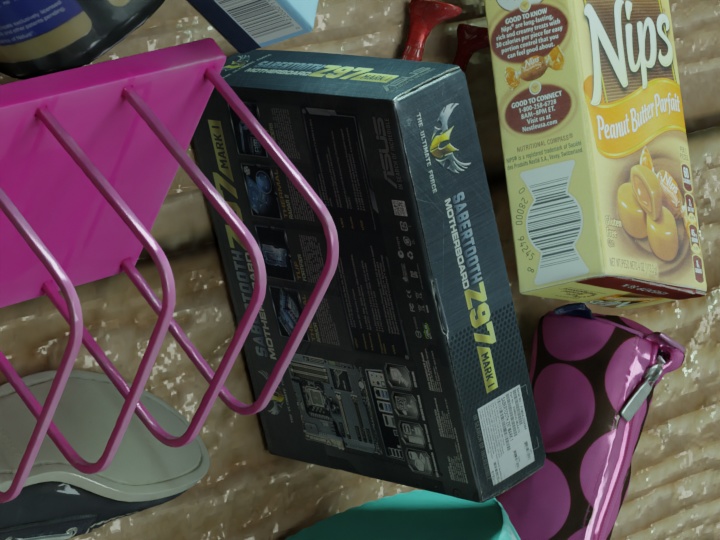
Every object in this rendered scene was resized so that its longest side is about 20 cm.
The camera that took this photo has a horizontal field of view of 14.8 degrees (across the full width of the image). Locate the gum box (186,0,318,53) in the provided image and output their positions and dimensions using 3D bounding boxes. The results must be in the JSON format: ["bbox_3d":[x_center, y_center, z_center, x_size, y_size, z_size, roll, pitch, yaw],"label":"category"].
[{"bbox_3d":[-0.066,-0.223,1.175,0.170,0.044,0.201,43,45,-39],"label":"gum box"}]

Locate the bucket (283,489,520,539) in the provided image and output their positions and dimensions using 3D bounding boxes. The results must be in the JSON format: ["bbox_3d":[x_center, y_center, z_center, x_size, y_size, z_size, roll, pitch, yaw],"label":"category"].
[{"bbox_3d":[0.014,0.207,1.322,0.207,0.207,0.135,-37,109,-33],"label":"bucket"}]

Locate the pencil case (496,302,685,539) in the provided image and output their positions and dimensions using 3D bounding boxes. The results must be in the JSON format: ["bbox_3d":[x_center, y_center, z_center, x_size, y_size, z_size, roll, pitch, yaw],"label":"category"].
[{"bbox_3d":[0.111,0.121,1.466,0.090,0.093,0.201,19,83,-41],"label":"pencil case"}]

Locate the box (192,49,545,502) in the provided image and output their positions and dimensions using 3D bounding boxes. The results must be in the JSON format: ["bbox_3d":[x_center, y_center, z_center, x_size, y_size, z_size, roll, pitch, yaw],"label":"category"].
[{"bbox_3d":[0.000,0.000,1.304,0.051,0.157,0.201,-27,112,-37],"label":"box"}]

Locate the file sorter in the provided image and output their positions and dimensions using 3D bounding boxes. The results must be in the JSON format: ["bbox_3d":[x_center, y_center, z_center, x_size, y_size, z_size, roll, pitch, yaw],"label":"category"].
[{"bbox_3d":[-0.127,0.010,1.171,0.199,0.126,0.139,-17,147,-40],"label":"file sorter"}]

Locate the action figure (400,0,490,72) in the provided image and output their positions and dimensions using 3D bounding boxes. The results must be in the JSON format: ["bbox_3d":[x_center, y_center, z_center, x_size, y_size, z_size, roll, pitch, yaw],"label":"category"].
[{"bbox_3d":[0.026,-0.033,1.400,0.065,0.051,0.201,22,83,-47],"label":"action figure"}]

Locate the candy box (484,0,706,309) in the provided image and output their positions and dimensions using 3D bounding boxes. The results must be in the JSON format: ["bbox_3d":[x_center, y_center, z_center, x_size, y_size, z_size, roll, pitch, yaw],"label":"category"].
[{"bbox_3d":[0.118,-0.086,1.417,0.115,0.055,0.202,9,73,-57],"label":"candy box"}]

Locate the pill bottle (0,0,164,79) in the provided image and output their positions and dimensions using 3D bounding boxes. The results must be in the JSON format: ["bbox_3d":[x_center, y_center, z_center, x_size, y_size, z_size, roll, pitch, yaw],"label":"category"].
[{"bbox_3d":[-0.164,-0.186,1.158,0.112,0.111,0.200,-53,127,-23],"label":"pill bottle"}]

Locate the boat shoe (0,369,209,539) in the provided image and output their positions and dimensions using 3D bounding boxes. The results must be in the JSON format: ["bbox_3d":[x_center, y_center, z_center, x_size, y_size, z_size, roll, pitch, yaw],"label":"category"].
[{"bbox_3d":[-0.156,0.094,1.257,0.199,0.073,0.063,-3,141,-47],"label":"boat shoe"}]
